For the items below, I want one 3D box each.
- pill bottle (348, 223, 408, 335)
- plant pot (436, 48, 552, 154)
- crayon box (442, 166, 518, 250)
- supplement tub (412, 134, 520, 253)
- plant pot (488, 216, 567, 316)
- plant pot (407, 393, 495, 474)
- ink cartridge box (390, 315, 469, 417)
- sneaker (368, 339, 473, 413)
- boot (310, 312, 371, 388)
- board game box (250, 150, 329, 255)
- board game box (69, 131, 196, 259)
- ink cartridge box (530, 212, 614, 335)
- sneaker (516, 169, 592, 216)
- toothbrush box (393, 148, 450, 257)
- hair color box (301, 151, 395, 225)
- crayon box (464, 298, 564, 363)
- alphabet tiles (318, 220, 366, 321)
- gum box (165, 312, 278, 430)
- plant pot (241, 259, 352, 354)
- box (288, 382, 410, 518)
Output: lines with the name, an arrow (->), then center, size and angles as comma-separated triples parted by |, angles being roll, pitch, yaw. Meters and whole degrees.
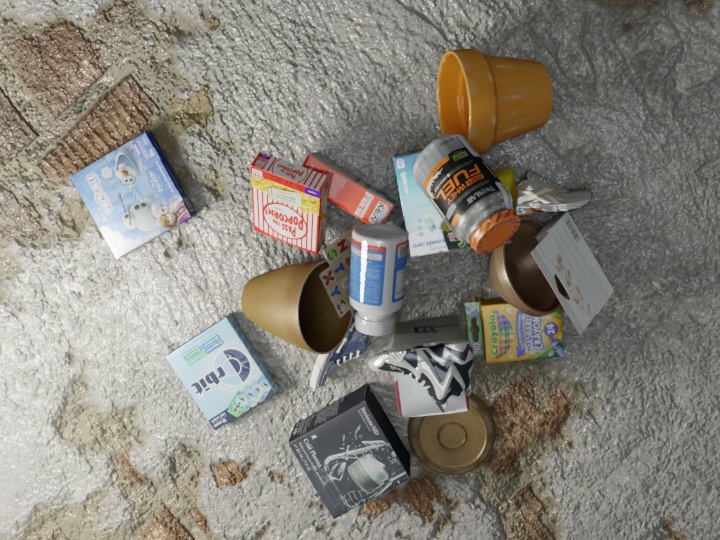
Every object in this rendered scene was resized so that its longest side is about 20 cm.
pill bottle -> 0.032, 0.019, 1.487 | 0.110, 0.112, 0.203 | 5, 109, 3
plant pot -> 0.263, -0.330, 1.473 | 0.180, 0.200, 0.204 | -8, 100, -10
crayon box -> 0.240, -0.124, 1.488 | 0.125, 0.201, 0.051 | -6, 127, 24
supplement tub -> 0.190, -0.136, 1.356 | 0.122, 0.122, 0.201 | -39, 63, 10
plant pot -> 0.325, 0.000, 1.545 | 0.092, 0.200, 0.203 | -22, 101, 48
plant pot -> 0.201, 0.361, 1.677 | 0.197, 0.027, 0.203 | 1, 100, 4
ink cartridge box -> 0.144, 0.193, 1.564 | 0.142, 0.200, 0.148 | -8, 99, 8
sneaker -> 0.118, 0.206, 1.424 | 0.196, 0.079, 0.132 | -8, 90, -2
boot -> -0.037, 0.176, 1.636 | 0.089, 0.073, 0.202 | 23, 101, 6
board game box -> -0.142, -0.133, 1.530 | 0.150, 0.047, 0.201 | 21, 145, 10
board game box -> -0.485, -0.160, 1.625 | 0.197, 0.043, 0.202 | -28, 97, 10
ink cartridge box -> 0.416, 0.008, 1.528 | 0.043, 0.173, 0.201 | -23, 103, 51
sneaker -> 0.372, -0.162, 1.546 | 0.197, 0.076, 0.094 | -5, 96, 4
toothbrush box -> 0.124, -0.140, 1.530 | 0.084, 0.146, 0.203 | -9, 99, 6
hair color box -> -0.028, -0.164, 1.555 | 0.198, 0.111, 0.064 | 30, 102, -1
crayon box -> 0.326, 0.125, 1.611 | 0.197, 0.052, 0.128 | -6, 100, 6
alphabet tiles -> 0.000, 0.000, 1.555 | 0.006, 0.200, 0.168 | -3, 118, 47
gum box -> -0.305, 0.225, 1.681 | 0.169, 0.045, 0.201 | -32, 96, 9
plant pot -> -0.144, 0.067, 1.572 | 0.198, 0.185, 0.190 | 4, 103, 36
box -> -0.021, 0.390, 1.652 | 0.195, 0.124, 0.202 | -30, 97, 7
